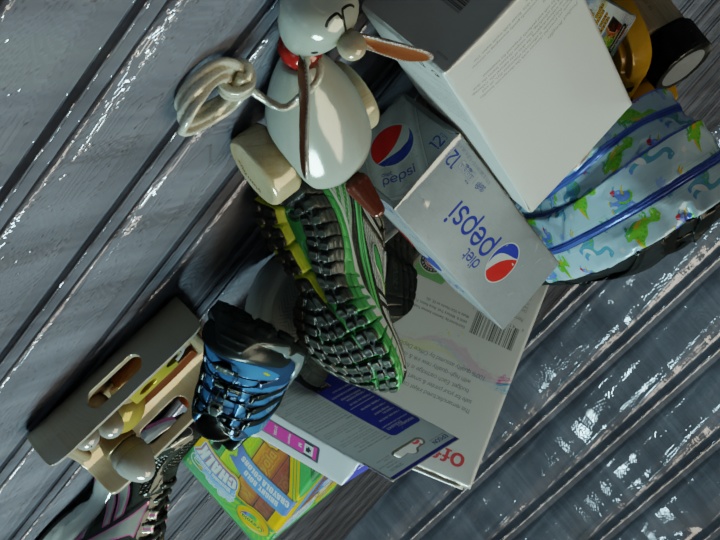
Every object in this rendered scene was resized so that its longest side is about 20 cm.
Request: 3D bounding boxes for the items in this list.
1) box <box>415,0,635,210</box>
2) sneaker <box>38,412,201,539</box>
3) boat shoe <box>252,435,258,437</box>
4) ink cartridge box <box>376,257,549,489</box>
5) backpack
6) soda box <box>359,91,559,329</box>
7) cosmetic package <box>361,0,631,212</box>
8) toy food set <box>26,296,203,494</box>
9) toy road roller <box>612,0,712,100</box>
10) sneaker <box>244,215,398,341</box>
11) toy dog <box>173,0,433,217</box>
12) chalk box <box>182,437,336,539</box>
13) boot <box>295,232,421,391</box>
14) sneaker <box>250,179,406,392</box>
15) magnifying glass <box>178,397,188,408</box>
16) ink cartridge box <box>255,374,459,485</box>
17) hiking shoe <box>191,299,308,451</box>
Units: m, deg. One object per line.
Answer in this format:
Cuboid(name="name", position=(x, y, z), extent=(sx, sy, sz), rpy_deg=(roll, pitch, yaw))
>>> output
Cuboid(name="box", position=(0.104, -0.124, 1.162), extent=(0.136, 0.040, 0.201), rpy_deg=(14, 111, -51))
Cuboid(name="sneaker", position=(-0.194, 0.210, 1.377), extent=(0.200, 0.086, 0.080), rpy_deg=(-49, 170, 17))
Cuboid(name="boat shoe", position=(-0.060, 0.077, 1.440), extent=(0.202, 0.074, 0.065), rpy_deg=(-39, 162, -49))
Cuboid(name="ink cartridge box", position=(0.060, 0.074, 1.416), extent=(0.202, 0.144, 0.087), rpy_deg=(-68, -167, -8))
Cuboid(name="backpack", position=(0.208, -0.060, 1.242), extent=(0.162, 0.155, 0.200), rpy_deg=(-25, -167, -7))
Cuboid(name="soda box", position=(0.066, -0.037, 1.113), extent=(0.068, 0.063, 0.200), rpy_deg=(-48, 143, -1))
Cuboid(name="cosmetic package", position=(0.093, -0.135, 1.023), extent=(0.108, 0.085, 0.200), rpy_deg=(-46, 150, -3))
Cuboid(name="toy food set", position=(-0.158, 0.102, 1.184), extent=(0.143, 0.060, 0.200), rpy_deg=(-44, 169, -7))
Cuboid(name="toy road roller", position=(0.179, -0.165, 1.316), extent=(0.145, 0.123, 0.200), rpy_deg=(-27, 162, -24))
Cuboid(name="sneaker", position=(-0.023, -0.029, 1.226), extent=(0.201, 0.073, 0.115), rpy_deg=(-55, -167, -16))
Cuboid(name="toy dog", position=(-0.016, -0.088, 0.923), extent=(0.132, 0.096, 0.200), rpy_deg=(-46, 169, 3))
Cuboid(name="chalk box", position=(-0.081, 0.174, 1.561), extent=(0.124, 0.125, 0.201), rpy_deg=(-34, 163, -45))
Cuboid(name="boot", position=(0.000, 0.000, 1.325), extent=(0.131, 0.067, 0.201), rpy_deg=(-41, -163, 40))
Cuboid(name="sneaker", position=(-0.003, 0.000, 1.119), extent=(0.085, 0.077, 0.202), rpy_deg=(-45, 129, -40))
Cuboid(name="magnifying glass", position=(-0.085, 0.040, 1.345), extent=(0.200, 0.022, 0.079), rpy_deg=(-50, 168, 14))
Cuboid(name="ink cartridge box", position=(-0.027, 0.120, 1.294), extent=(0.094, 0.199, 0.037), rpy_deg=(-23, 130, -49))
Cuboid(name="hiking shoe", position=(-0.083, 0.083, 1.132), extent=(0.087, 0.074, 0.200), rpy_deg=(-63, 171, -12))
